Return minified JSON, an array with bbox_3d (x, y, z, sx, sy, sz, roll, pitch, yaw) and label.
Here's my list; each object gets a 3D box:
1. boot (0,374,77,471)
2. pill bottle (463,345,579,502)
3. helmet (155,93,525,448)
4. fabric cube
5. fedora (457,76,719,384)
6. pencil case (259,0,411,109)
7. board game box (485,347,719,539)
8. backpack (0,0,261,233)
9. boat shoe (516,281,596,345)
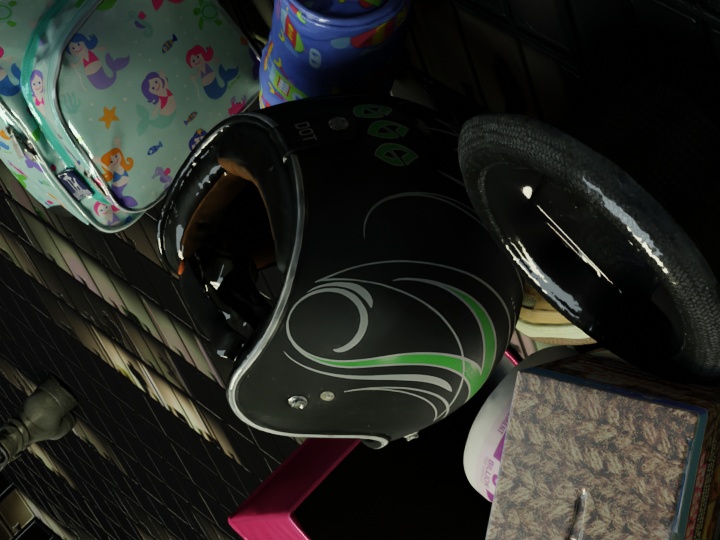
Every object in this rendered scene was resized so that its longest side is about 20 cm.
[{"bbox_3d":[-0.428,0.205,2.990,0.068,0.131,0.200,45,163,5],"label":"boot"},{"bbox_3d":[0.170,0.143,1.478,0.200,0.112,0.112,35,160,29],"label":"pill bottle"},{"bbox_3d":[0.000,0.000,1.327,0.190,0.201,0.200,9,-174,-35],"label":"helmet"},{"bbox_3d":[0.054,0.181,1.693,0.200,0.196,0.199,47,163,-5],"label":"fabric cube"},{"bbox_3d":[0.139,-0.033,1.186,0.201,0.092,0.201,43,167,13],"label":"fedora"},{"bbox_3d":[-0.018,-0.136,1.346,0.087,0.078,0.200,36,161,9],"label":"pencil case"},{"bbox_3d":[0.144,0.132,1.265,0.096,0.160,0.200,13,-173,21],"label":"board game box"},{"bbox_3d":[-0.173,-0.142,1.533,0.200,0.178,0.150,52,161,-26],"label":"backpack"},{"bbox_3d":[0.104,-0.007,1.383,0.200,0.071,0.076,9,124,61],"label":"boat shoe"}]
